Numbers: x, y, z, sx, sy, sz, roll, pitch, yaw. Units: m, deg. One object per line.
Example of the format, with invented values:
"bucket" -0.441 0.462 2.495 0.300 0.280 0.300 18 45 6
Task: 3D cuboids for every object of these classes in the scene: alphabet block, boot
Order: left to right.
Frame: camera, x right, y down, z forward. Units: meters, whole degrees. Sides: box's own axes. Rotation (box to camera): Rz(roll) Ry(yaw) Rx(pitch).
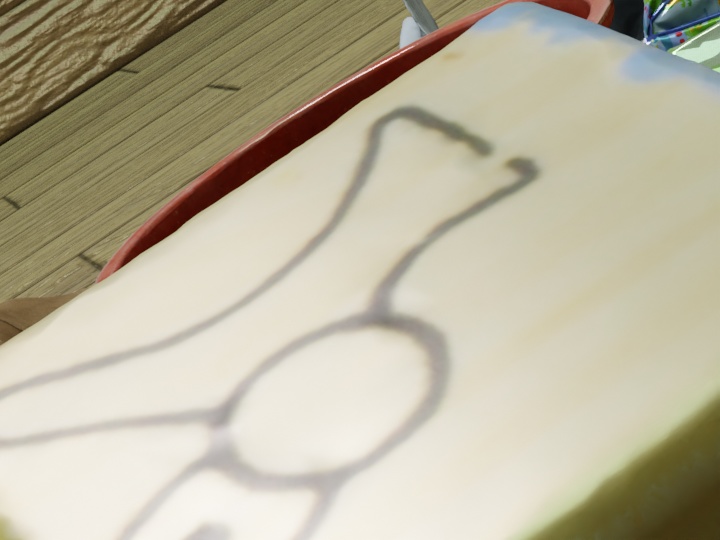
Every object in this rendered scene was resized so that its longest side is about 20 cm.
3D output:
"boot" -0.160 0.041 1.069 0.075 0.074 0.200 -22 12 -4
"alphabet block" 0.042 0.081 0.512 0.200 0.196 0.195 -35 31 -14

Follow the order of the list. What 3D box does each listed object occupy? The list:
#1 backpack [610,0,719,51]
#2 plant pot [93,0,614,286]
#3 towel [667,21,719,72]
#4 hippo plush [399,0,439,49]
"backpack" 0.229 -0.148 1.121 0.200 0.154 0.163 -10 15 16
"plant pot" 0.044 0.035 0.737 0.201 0.195 0.201 -29 15 9
"towel" 0.252 -0.108 0.991 0.200 0.031 0.149 -29 43 10
"hippo plush" 0.025 -0.036 1.055 0.161 0.200 0.159 -43 -17 -4
